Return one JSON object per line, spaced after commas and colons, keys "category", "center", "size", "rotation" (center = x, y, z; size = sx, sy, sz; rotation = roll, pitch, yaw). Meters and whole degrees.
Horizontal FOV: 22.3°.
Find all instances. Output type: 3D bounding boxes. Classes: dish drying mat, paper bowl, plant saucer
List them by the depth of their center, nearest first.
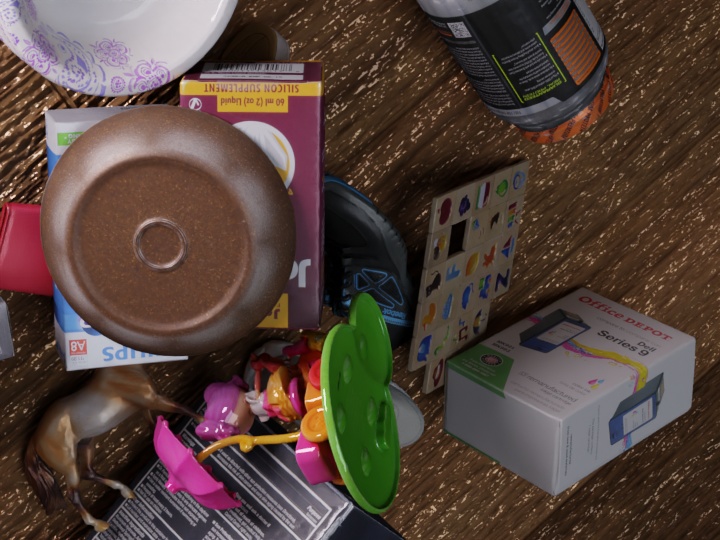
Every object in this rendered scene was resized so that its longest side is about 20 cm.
{"category": "paper bowl", "center": [-0.194, -0.239, 1.361], "size": [0.200, 0.104, 0.201], "rotation": [-13, 118, -25]}
{"category": "plant saucer", "center": [-0.149, -0.024, 1.384], "size": [0.199, 0.037, 0.201], "rotation": [1, 107, 4]}
{"category": "dish drying mat", "center": [-0.211, -0.010, 1.511], "size": [0.199, 0.018, 0.077], "rotation": [7, 107, -34]}

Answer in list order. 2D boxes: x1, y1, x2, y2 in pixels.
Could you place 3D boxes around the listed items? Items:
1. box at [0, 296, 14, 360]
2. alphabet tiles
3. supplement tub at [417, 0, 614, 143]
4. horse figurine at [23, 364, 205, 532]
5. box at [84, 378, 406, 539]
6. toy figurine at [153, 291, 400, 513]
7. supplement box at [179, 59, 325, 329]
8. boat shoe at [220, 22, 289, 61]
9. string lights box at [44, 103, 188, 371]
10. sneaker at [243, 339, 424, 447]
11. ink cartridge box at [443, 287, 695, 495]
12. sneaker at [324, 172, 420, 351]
{"category": "box", "center": [-0.376, 0.040, 1.345], "size": [0.199, 0.158, 0.049], "rotation": [-17, 120, -23]}
{"category": "alphabet tiles", "center": [0.098, 0.009, 1.669], "size": [0.167, 0.008, 0.201], "rotation": [-24, 128, -53]}
{"category": "supplement tub", "center": [0.134, -0.211, 1.564], "size": [0.122, 0.122, 0.200], "rotation": [-42, 127, -8]}
{"category": "horse figurine", "center": [-0.214, 0.132, 1.538], "size": [0.200, 0.050, 0.133], "rotation": [-38, 102, 10]}
{"category": "box", "center": [-0.101, 0.239, 1.567], "size": [0.199, 0.200, 0.123], "rotation": [-51, 143, -1]}
{"category": "toy figurine", "center": [-0.077, 0.116, 1.470], "size": [0.183, 0.200, 0.150], "rotation": [-13, 132, 19]}
{"category": "supplement box", "center": [-0.083, -0.060, 1.433], "size": [0.110, 0.086, 0.201], "rotation": [0, 108, 0]}
{"category": "boat shoe", "center": [-0.091, -0.106, 1.512], "size": [0.069, 0.071, 0.201], "rotation": [3, 113, -41]}
{"category": "string lights box", "center": [-0.194, -0.027, 1.454], "size": [0.102, 0.059, 0.201], "rotation": [-5, 106, -17]}
{"category": "sneaker", "center": [-0.012, 0.132, 1.651], "size": [0.200, 0.092, 0.076], "rotation": [21, 100, -37]}
{"category": "ink cartridge box", "center": [0.196, 0.108, 1.706], "size": [0.200, 0.145, 0.088], "rotation": [-24, 127, -37]}
{"category": "sneaker", "center": [0.000, 0.000, 1.609], "size": [0.082, 0.073, 0.200], "rotation": [-40, 126, -11]}
